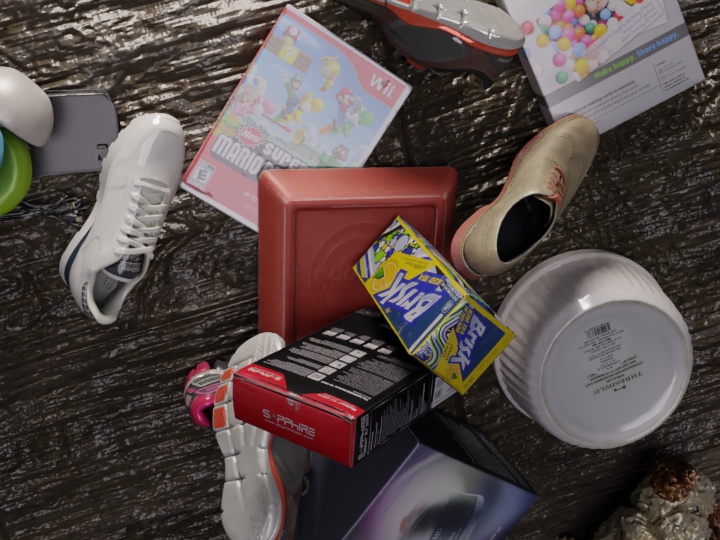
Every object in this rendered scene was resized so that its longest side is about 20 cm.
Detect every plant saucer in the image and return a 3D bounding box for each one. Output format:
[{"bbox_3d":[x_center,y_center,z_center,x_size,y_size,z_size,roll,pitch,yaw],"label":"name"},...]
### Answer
[{"bbox_3d":[0.000,0.000,0.958,0.199,0.037,0.201,-2,110,-13],"label":"plant saucer"}]

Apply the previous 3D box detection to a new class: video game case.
[{"bbox_3d":[-0.062,-0.129,0.931,0.143,0.017,0.200,30,100,-16],"label":"video game case"}]

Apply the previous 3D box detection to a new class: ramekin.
[{"bbox_3d":[0.242,0.088,0.999,0.199,0.105,0.201,-2,107,-8],"label":"ramekin"}]

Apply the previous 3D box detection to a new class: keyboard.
[{"bbox_3d":[-0.321,-0.100,0.900,0.199,0.021,0.128,-4,102,-7],"label":"keyboard"}]

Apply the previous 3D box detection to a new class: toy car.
[{"bbox_3d":[-0.368,-0.119,0.802,0.200,0.150,0.175,42,92,-13],"label":"toy car"}]

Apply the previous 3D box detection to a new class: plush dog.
[{"bbox_3d":[0.328,0.292,1.077,0.172,0.160,0.200,-50,136,-7],"label":"plush dog"}]

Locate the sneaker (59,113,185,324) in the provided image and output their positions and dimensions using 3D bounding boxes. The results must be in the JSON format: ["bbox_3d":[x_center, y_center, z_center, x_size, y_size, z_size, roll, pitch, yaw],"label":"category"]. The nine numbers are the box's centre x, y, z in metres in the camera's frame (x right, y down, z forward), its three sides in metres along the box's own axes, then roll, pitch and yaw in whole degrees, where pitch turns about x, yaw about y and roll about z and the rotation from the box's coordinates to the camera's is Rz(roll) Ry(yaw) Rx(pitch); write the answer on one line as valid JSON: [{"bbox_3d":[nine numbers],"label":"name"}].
[{"bbox_3d":[-0.207,-0.047,0.892,0.076,0.081,0.200,15,109,-35],"label":"sneaker"}]

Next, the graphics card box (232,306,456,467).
[{"bbox_3d":[-0.001,0.094,0.853,0.125,0.200,0.051,16,114,30],"label":"graphics card box"}]

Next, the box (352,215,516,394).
[{"bbox_3d":[0.058,0.025,0.852,0.064,0.200,0.070,38,97,-24],"label":"box"}]

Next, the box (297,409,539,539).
[{"bbox_3d":[0.034,0.241,0.972,0.198,0.123,0.200,30,101,-38],"label":"box"}]

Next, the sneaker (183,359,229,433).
[{"bbox_3d":[-0.085,0.159,0.986,0.199,0.075,0.081,18,103,-14],"label":"sneaker"}]

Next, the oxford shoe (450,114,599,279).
[{"bbox_3d":[0.169,-0.068,0.891,0.070,0.075,0.200,44,73,-18],"label":"oxford shoe"}]

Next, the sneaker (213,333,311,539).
[{"bbox_3d":[-0.086,0.161,0.912,0.077,0.082,0.201,-9,69,31],"label":"sneaker"}]

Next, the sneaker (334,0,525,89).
[{"bbox_3d":[0.047,-0.219,0.893,0.199,0.077,0.082,22,130,-1],"label":"sneaker"}]

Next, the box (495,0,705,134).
[{"bbox_3d":[0.223,-0.239,0.930,0.156,0.041,0.200,-27,108,0],"label":"box"}]
